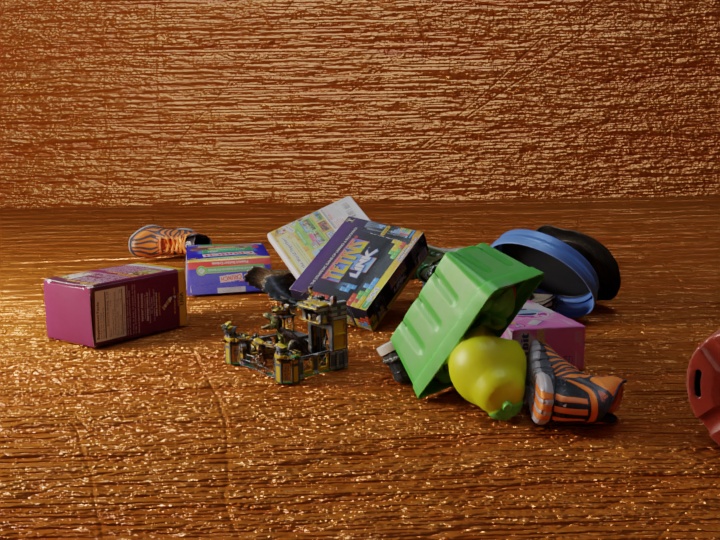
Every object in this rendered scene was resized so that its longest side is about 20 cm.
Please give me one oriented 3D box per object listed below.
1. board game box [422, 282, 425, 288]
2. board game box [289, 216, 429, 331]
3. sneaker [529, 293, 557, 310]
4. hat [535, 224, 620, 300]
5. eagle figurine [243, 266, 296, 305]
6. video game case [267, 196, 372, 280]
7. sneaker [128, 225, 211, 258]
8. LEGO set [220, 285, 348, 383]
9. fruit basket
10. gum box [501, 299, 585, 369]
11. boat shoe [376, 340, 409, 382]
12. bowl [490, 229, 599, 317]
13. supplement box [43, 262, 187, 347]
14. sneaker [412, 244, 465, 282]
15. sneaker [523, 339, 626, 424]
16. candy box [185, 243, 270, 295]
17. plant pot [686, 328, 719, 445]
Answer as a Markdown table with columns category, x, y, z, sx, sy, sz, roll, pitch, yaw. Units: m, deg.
| category | x | y | z | sx | sy | sz | roll | pitch | yaw |
| --- | --- | --- | --- | --- | --- | --- | --- | --- | --- |
| board game box | 0.225 | 0.035 | 1.854 | 0.199 | 0.041 | 0.153 | -2 | 10 | -3 |
| board game box | 0.000 | 0.000 | 1.706 | 0.165 | 0.057 | 0.200 | 14 | 51 | 31 |
| sneaker | 0.238 | 0.045 | 1.677 | 0.199 | 0.086 | 0.078 | 5 | 12 | 22 |
| hat | 0.366 | 0.015 | 1.746 | 0.200 | 0.201 | 0.081 | 9 | 53 | 44 |
| eagle figurine | -0.108 | 0.009 | 1.887 | 0.200 | 0.151 | 0.152 | -35 | -22 | -17 |
| video game case | -0.051 | -0.042 | 1.823 | 0.181 | 0.023 | 0.200 | -26 | 49 | -15 |
| sneaker | -0.445 | -0.069 | 2.340 | 0.199 | 0.078 | 0.112 | -10 | 13 | -41 |
| LEGO set | -0.109 | 0.081 | 1.424 | 0.153 | 0.116 | 0.200 | -7 | 12 | -31 |
| fruit basket | 0.155 | 0.094 | 1.243 | 0.215 | 0.217 | 0.155 | 8 | 14 | 39 |
| gum box | 0.236 | 0.094 | 1.457 | 0.113 | 0.066 | 0.200 | -2 | 10 | -15 |
| boat shoe | 0.089 | 0.112 | 1.412 | 0.075 | 0.061 | 0.200 | -27 | -5 | 35 |
| bowl | 0.309 | 0.004 | 1.653 | 0.200 | 0.201 | 0.039 | 9 | 58 | 44 |
| supplement box | -0.406 | 0.054 | 1.642 | 0.131 | 0.104 | 0.200 | 8 | 13 | 38 |
| sneaker | 0.121 | -0.006 | 1.796 | 0.199 | 0.077 | 0.089 | 0 | 19 | 21 |
| sneaker | 0.261 | 0.145 | 1.204 | 0.111 | 0.078 | 0.200 | 7 | 17 | 1 |
| candy box | -0.276 | -0.006 | 2.025 | 0.168 | 0.077 | 0.200 | -3 | 12 | -10 |
| plant pot | 0.474 | 0.108 | 1.076 | 0.195 | 0.202 | 0.200 | -20 | 20 | -37 |
